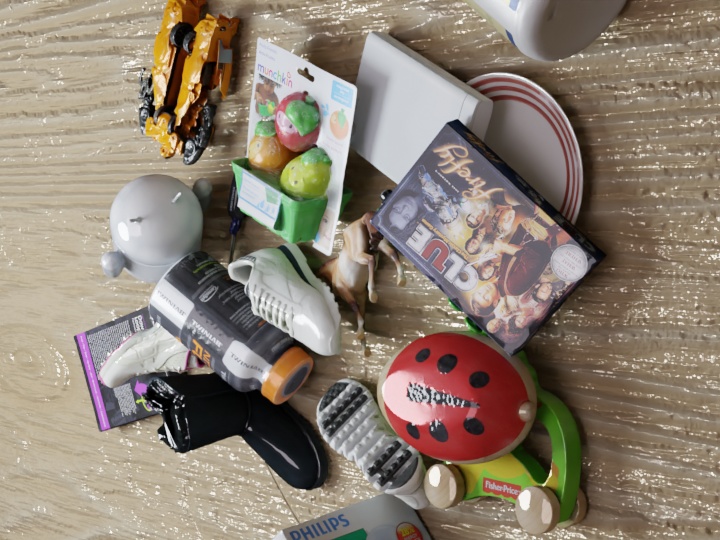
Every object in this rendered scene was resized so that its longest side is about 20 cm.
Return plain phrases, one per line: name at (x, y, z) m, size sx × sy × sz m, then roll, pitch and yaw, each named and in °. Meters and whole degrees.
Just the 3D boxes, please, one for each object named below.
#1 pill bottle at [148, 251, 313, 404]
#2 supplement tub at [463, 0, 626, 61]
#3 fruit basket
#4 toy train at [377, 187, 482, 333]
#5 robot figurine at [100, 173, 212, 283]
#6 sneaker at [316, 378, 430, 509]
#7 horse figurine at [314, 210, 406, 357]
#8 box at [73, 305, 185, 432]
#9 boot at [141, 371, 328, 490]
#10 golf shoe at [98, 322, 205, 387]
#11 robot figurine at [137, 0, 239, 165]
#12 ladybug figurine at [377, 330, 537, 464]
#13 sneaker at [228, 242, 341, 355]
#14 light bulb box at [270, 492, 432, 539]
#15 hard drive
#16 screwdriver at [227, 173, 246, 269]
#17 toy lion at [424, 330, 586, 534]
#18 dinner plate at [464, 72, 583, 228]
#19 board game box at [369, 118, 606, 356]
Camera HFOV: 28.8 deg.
pill bottle at (-0.151, 0.074, 1.692) m, size 0.200 × 0.106 × 0.106 m, roll 38°, pitch 124°, yaw 18°
supplement tub at (0.143, -0.304, 1.300) m, size 0.200 × 0.144 × 0.145 m, roll 47°, pitch 128°, yaw 28°
fruit basket at (-0.079, -0.140, 1.581) m, size 0.185 × 0.094 × 0.201 m, roll 34°, pitch 130°, yaw 42°
toy train at (0.089, -0.012, 1.478) m, size 0.042 × 0.056 × 0.200 m, roll -50°, pitch 63°, yaw 25°
robot figurine at (-0.252, -0.052, 1.741) m, size 0.113 × 0.170 × 0.200 m, roll 45°, pitch 166°, yaw 5°
sneaker at (0.017, 0.198, 1.587) m, size 0.075 × 0.081 × 0.200 m, roll -42°, pitch 43°, yaw 0°
horse figurine at (0.000, 0.000, 1.561) m, size 0.200 × 0.050 × 0.133 m, roll 112°, pitch 148°, yaw -47°
box at (-0.315, 0.136, 1.936) m, size 0.200 × 0.036 × 0.143 m, roll -20°, pitch 84°, yaw 47°
boot at (-0.153, 0.199, 1.688) m, size 0.200 × 0.168 × 0.076 m, roll 53°, pitch 130°, yaw 23°
golf shoe at (-0.255, 0.106, 1.814) m, size 0.200 × 0.075 × 0.092 m, roll -38°, pitch 83°, yaw 22°
robot figurine at (-0.214, -0.232, 1.741) m, size 0.145 × 0.058 × 0.201 m, roll 36°, pitch 121°, yaw 36°
ladybug figurine at (0.091, 0.128, 1.431) m, size 0.200 × 0.072 × 0.136 m, roll 2°, pitch 85°, yaw 43°
sneaker at (-0.083, 0.040, 1.608) m, size 0.200 × 0.080 × 0.077 m, roll 47°, pitch 139°, yaw 51°
light bulb box at (-0.001, 0.372, 1.547) m, size 0.125 × 0.198 × 0.200 m, roll -48°, pitch 65°, yaw 37°
hard drive at (0.056, -0.155, 1.478) m, size 0.200 × 0.027 × 0.132 m, roll 42°, pitch 126°, yaw 46°
screwdriver at (-0.163, -0.031, 1.748) m, size 0.029 × 0.028 × 0.201 m, roll 19°, pitch 111°, yaw 11°
toy lion at (0.143, 0.160, 1.462) m, size 0.200 × 0.069 × 0.192 m, roll 8°, pitch 96°, yaw 44°
dinner plate at (0.149, -0.100, 1.423) m, size 0.200 × 0.024 × 0.201 m, roll 11°, pitch 105°, yaw 45°
board game box at (0.123, -0.032, 1.383) m, size 0.200 × 0.035 × 0.136 m, roll 43°, pitch 115°, yaw 11°
